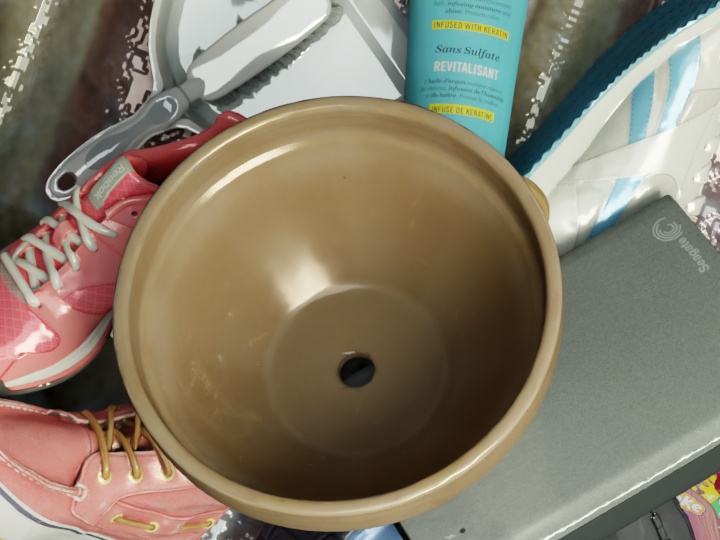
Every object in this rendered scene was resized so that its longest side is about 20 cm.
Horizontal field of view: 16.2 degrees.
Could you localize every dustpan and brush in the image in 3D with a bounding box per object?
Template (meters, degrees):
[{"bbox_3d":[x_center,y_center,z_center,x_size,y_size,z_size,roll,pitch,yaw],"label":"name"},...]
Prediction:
[{"bbox_3d":[-0.074,-0.096,1.257,0.199,0.057,0.140,-36,94,-3],"label":"dustpan and brush"}]

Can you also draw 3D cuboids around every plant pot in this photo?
[{"bbox_3d":[-0.007,0.030,1.149,0.199,0.093,0.202,-2,66,5],"label":"plant pot"}]

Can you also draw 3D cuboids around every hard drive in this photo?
[{"bbox_3d":[0.098,0.061,1.188,0.199,0.033,0.140,-29,48,-6],"label":"hard drive"}]

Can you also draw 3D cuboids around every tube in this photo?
[{"bbox_3d":[0.054,-0.136,1.272,0.077,0.050,0.202,9,76,-11],"label":"tube"}]

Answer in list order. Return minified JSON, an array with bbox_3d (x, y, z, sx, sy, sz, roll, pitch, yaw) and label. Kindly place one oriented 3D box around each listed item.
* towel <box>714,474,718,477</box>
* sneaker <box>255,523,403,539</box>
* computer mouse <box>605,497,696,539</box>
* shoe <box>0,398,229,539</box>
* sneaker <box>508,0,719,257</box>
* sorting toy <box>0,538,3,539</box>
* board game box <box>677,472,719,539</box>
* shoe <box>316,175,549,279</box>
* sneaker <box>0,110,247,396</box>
[{"bbox_3d":[0.249,0.036,1.292,0.147,0.050,0.201,33,88,-5],"label":"towel"},{"bbox_3d":[0.034,0.112,1.255,0.199,0.074,0.083,-37,119,-9],"label":"sneaker"},{"bbox_3d":[0.163,0.164,1.262,0.059,0.034,0.201,-45,107,-29],"label":"computer mouse"},{"bbox_3d":[-0.118,0.085,1.191,0.091,0.200,0.072,-34,60,13],"label":"shoe"},{"bbox_3d":[0.148,-0.070,1.275,0.081,0.077,0.200,43,94,-11],"label":"sneaker"},{"bbox_3d":[-0.225,0.081,1.173,0.069,0.199,0.201,-34,94,12],"label":"sorting toy"},{"bbox_3d":[0.216,0.129,1.241,0.200,0.158,0.039,38,49,-4],"label":"board game box"},{"bbox_3d":[0.000,0.000,1.244,0.199,0.054,0.070,-28,123,13],"label":"shoe"},{"bbox_3d":[-0.125,-0.017,1.194,0.199,0.087,0.074,-28,54,-16],"label":"sneaker"}]
